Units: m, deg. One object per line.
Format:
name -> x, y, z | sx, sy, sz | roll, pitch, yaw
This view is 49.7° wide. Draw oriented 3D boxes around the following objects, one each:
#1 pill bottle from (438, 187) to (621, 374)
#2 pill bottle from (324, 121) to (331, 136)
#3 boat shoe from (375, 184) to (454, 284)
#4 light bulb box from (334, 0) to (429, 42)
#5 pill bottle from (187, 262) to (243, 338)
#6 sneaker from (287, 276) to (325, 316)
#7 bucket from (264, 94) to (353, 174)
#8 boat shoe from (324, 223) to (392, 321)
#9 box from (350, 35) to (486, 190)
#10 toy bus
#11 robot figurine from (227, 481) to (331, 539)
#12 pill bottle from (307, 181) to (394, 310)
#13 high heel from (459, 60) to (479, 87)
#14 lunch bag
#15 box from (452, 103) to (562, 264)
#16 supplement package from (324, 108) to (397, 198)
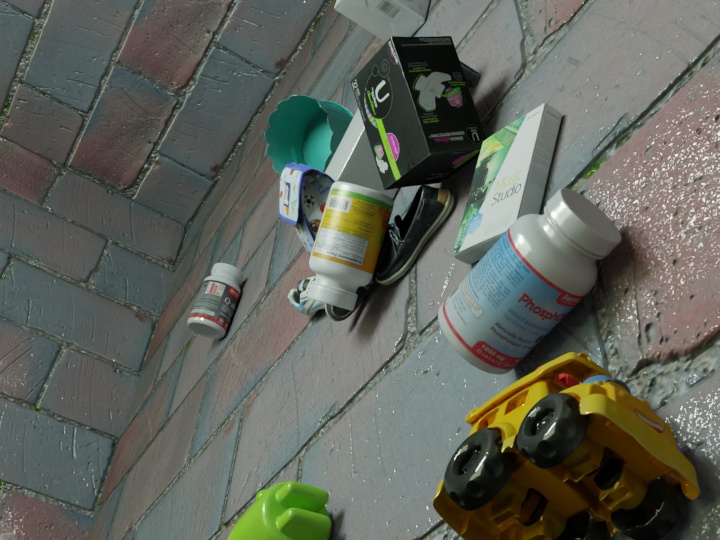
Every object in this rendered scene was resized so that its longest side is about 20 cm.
pill bottle -> 0.182, 0.012, 0.843 | 0.200, 0.109, 0.109 | -52, 22, 29
pill bottle -> -0.088, -0.341, 1.982 | 0.200, 0.106, 0.107 | -9, 56, 66
boat shoe -> 0.075, -0.060, 1.278 | 0.200, 0.062, 0.075 | -54, 23, 29
light bulb box -> 0.063, -0.689, 1.902 | 0.125, 0.198, 0.200 | -35, 35, 49
pill bottle -> -0.417, 0.086, 2.258 | 0.116, 0.116, 0.200 | -31, 37, 56
sneaker -> -0.081, 0.038, 1.536 | 0.200, 0.072, 0.072 | -34, 33, 52
bucket -> -0.107, -0.304, 1.818 | 0.207, 0.135, 0.208 | 3, 96, 34
boat shoe -> 0.000, 0.000, 1.377 | 0.200, 0.073, 0.063 | -61, 16, -6
box -> 0.092, -0.252, 1.255 | 0.148, 0.124, 0.201 | -33, 71, 57
toy bus -> 0.181, 0.143, 0.683 | 0.200, 0.136, 0.192 | -44, 11, 39
robot figurine -> -0.121, 0.386, 1.123 | 0.200, 0.115, 0.176 | -52, 31, 30
pill bottle -> -0.022, -0.039, 1.312 | 0.111, 0.111, 0.201 | 12, 85, 70
high heel -> 0.112, -0.297, 1.362 | 0.200, 0.142, 0.071 | -66, 20, -8
lunch bag -> -0.083, -0.112, 1.504 | 0.124, 0.200, 0.170 | -30, 19, -11
box -> 0.200, -0.117, 1.070 | 0.144, 0.036, 0.200 | -27, 40, 59
supplement package -> 0.031, -0.236, 1.523 | 0.200, 0.121, 0.120 | -62, 20, 2
